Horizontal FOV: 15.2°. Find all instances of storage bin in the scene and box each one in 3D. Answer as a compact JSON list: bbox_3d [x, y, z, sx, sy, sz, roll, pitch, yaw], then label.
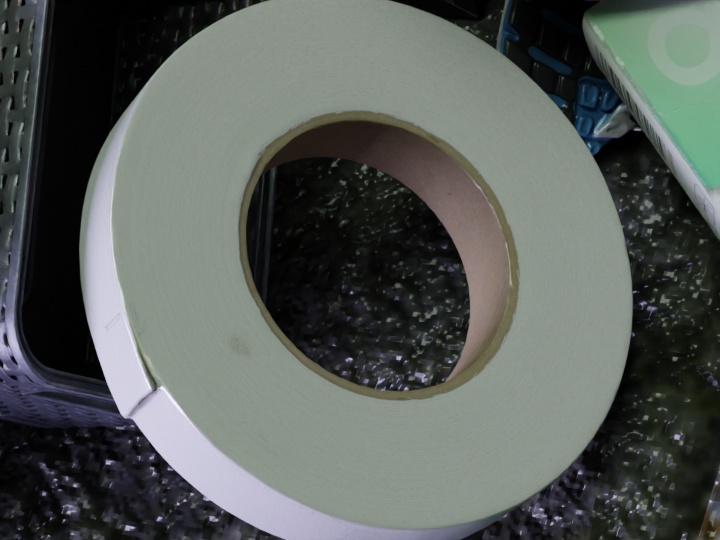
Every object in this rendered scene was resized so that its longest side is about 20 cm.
[{"bbox_3d":[-0.107,-0.048,0.997,0.093,0.135,0.201,-2,78,36],"label":"storage bin"}]

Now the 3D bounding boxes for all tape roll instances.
[{"bbox_3d":[0.000,0.000,0.946,0.202,0.037,0.204,9,67,-21],"label":"tape roll"}]

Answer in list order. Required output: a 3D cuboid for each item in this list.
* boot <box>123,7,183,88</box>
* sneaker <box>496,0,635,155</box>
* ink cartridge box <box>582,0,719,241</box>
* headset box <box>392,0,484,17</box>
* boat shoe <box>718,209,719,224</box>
[{"bbox_3d":[-0.126,-0.137,1.102,0.072,0.144,0.200,26,71,32],"label":"boot"},{"bbox_3d":[0.092,-0.133,1.068,0.087,0.075,0.201,-17,54,68],"label":"sneaker"},{"bbox_3d":[0.205,-0.077,0.969,0.199,0.050,0.161,-33,64,1],"label":"ink cartridge box"},{"bbox_3d":[0.025,-0.228,1.099,0.075,0.149,0.201,7,61,26],"label":"headset box"},{"bbox_3d":[0.182,-0.016,0.843,0.074,0.065,0.202,-24,24,-19],"label":"boat shoe"}]
